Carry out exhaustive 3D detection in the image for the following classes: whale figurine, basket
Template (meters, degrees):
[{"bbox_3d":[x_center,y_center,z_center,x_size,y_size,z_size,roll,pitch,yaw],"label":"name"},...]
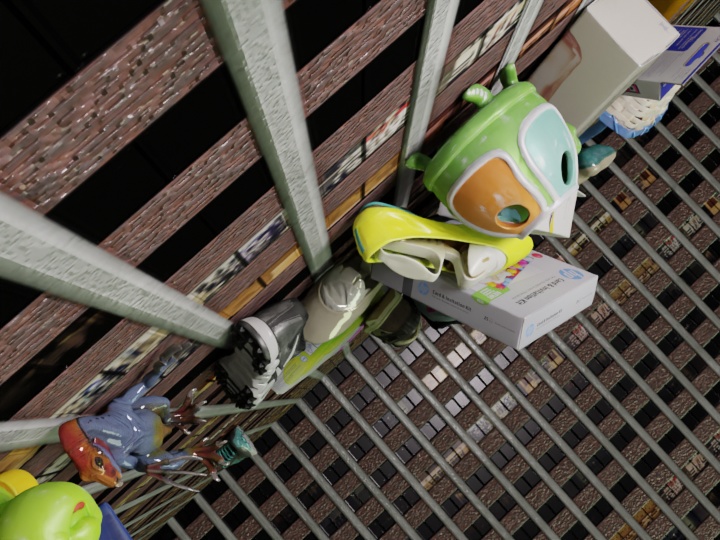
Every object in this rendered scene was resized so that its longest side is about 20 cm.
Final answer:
[{"bbox_3d":[0.304,-0.174,1.253,0.159,0.105,0.199,-31,-169,-37],"label":"whale figurine"},{"bbox_3d":[0.374,-0.256,1.132,0.176,0.139,0.201,-35,162,-42],"label":"basket"}]

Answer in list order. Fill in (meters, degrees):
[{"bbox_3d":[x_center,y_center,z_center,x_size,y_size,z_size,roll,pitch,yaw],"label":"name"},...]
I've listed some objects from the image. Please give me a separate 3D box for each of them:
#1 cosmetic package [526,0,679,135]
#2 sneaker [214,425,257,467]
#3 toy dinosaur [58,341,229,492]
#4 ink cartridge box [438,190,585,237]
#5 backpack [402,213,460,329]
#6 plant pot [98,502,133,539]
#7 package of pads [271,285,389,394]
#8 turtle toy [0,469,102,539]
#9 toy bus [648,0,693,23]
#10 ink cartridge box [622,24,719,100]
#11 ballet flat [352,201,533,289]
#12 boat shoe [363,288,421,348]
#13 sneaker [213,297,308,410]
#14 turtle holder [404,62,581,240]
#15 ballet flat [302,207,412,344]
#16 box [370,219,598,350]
[{"bbox_3d":[0.248,-0.214,0.890,0.103,0.087,0.200,-37,172,-36],"label":"cosmetic package"},{"bbox_3d":[-0.287,0.407,1.746,0.091,0.078,0.200,-36,170,-18],"label":"sneaker"},{"bbox_3d":[-0.188,0.148,0.638,0.199,0.106,0.181,-32,158,26],"label":"toy dinosaur"},{"bbox_3d":[0.202,-0.085,1.009,0.199,0.116,0.068,5,95,-53],"label":"ink cartridge box"},{"bbox_3d":[0.120,-0.006,1.093,0.166,0.127,0.200,-26,-158,6],"label":"backpack"},{"bbox_3d":[-0.366,0.453,1.046,0.179,0.201,0.200,-32,170,-26],"label":"plant pot"},{"bbox_3d":[-0.044,0.068,1.036,0.155,0.068,0.200,-48,171,30],"label":"package of pads"},{"bbox_3d":[-0.247,0.198,0.494,0.200,0.101,0.146,-44,173,14],"label":"turtle toy"},{"bbox_3d":[0.363,-0.346,0.836,0.078,0.065,0.200,-39,173,-13],"label":"toy bus"},{"bbox_3d":[0.341,-0.252,0.932,0.095,0.037,0.200,-45,-150,-7],"label":"ink cartridge box"},{"bbox_3d":[0.086,-0.016,0.782,0.067,0.198,0.068,121,-27,-47],"label":"ballet flat"},{"bbox_3d":[0.046,0.071,1.024,0.073,0.065,0.200,-48,172,0],"label":"boat shoe"},{"bbox_3d":[-0.100,0.088,0.834,0.090,0.067,0.200,-36,169,-31],"label":"sneaker"},{"bbox_3d":[0.144,-0.105,0.766,0.141,0.132,0.185,-45,173,17],"label":"turtle holder"},{"bbox_3d":[0.000,0.000,0.905,0.200,0.069,0.070,-46,175,-22],"label":"ballet flat"},{"bbox_3d":[0.134,0.008,0.861,0.155,0.199,0.042,-21,127,-43],"label":"box"}]
